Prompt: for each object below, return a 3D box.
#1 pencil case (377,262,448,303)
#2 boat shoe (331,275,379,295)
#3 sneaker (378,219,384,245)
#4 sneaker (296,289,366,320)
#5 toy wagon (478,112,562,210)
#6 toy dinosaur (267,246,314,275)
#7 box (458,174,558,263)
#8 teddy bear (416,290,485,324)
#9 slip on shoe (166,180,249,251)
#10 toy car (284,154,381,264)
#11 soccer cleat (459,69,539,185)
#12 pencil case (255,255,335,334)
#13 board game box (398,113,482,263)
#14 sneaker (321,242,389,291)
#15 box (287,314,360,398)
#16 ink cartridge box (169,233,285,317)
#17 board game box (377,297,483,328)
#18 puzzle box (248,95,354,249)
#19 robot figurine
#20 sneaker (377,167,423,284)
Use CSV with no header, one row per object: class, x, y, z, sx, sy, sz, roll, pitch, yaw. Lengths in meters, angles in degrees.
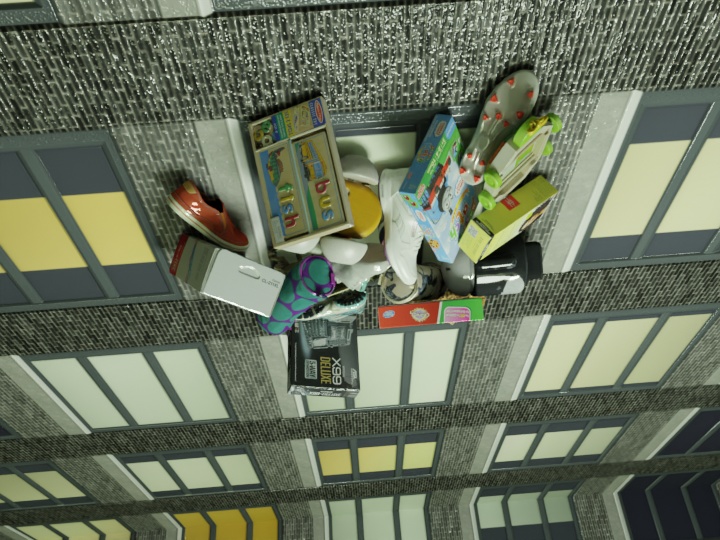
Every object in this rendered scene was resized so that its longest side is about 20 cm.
pencil case,0.107,0.022,1.275,0.087,0.080,0.199,2,-179,26
boat shoe,-0.016,0.012,1.325,0.195,0.065,0.074,-13,144,12
sneaker,0.103,-0.091,1.180,0.069,0.084,0.200,17,139,-25
sneaker,-0.079,0.083,1.407,0.194,0.079,0.087,-7,148,3
toy wagon,0.252,-0.186,1.021,0.155,0.040,0.201,-42,161,-13
toy dinosaur,-0.149,0.001,1.300,0.195,0.060,0.102,-15,145,13
box,0.261,-0.093,1.134,0.198,0.050,0.076,-32,157,-30
teddy bear,0.186,0.087,1.451,0.194,0.068,0.146,-2,147,-4
slip on shoe,-0.258,-0.093,1.152,0.061,0.074,0.200,-46,142,1
toy car,-0.069,-0.111,1.094,0.195,0.180,0.149,12,178,-23
soccer cleat,0.218,-0.229,1.029,0.069,0.078,0.203,34,123,9
pencil case,-0.128,0.053,1.273,0.091,0.087,0.199,22,142,-27
board game box,0.140,-0.131,1.077,0.036,0.154,0.201,14,157,33
sneaker,0.000,0.000,1.216,0.074,0.091,0.198,-23,-164,-26
box,-0.083,0.174,1.422,0.153,0.205,0.050,7,146,-16
ink cartridge box,-0.248,0.006,1.179,0.143,0.085,0.198,24,177,-33
board game box,0.134,0.081,1.263,0.194,0.042,0.153,-5,177,5
puzzle box,-0.092,-0.148,0.989,0.130,0.206,0.025,-16,172,15
robot figurine,0.255,-0.016,1.271,0.194,0.127,0.152,-4,142,-1
sneaker,0.086,-0.076,1.114,0.097,0.206,0.075,-5,-169,18
